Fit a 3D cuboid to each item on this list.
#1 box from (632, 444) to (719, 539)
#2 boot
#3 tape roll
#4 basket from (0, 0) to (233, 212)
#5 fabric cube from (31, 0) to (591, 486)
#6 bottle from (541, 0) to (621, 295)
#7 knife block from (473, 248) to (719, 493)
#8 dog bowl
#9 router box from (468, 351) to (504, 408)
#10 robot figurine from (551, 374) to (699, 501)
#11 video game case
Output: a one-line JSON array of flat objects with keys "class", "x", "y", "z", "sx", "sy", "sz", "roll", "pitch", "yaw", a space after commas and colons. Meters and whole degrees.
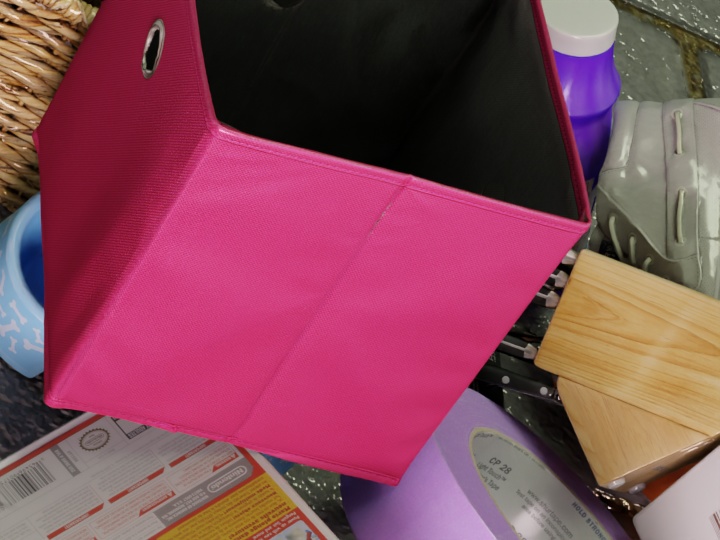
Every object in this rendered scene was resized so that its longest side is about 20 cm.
[{"class": "box", "x": 0.277, "y": 0.134, "z": 1.538, "sx": 0.200, "sy": 0.152, "sz": 0.106, "roll": -1, "pitch": 57, "yaw": -39}, {"class": "boot", "x": 0.177, "y": -0.004, "z": 1.633, "sx": 0.096, "sy": 0.074, "sz": 0.200, "roll": 1, "pitch": 67, "yaw": 12}, {"class": "tape roll", "x": 0.081, "y": 0.154, "z": 1.497, "sx": 0.200, "sy": 0.066, "sz": 0.200, "roll": 43, "pitch": 16, "yaw": -15}, {"class": "basket", "x": -0.170, "y": -0.131, "z": 1.557, "sx": 0.200, "sy": 0.149, "sz": 0.143, "roll": 27, "pitch": 38, "yaw": -16}, {"class": "fabric cube", "x": -0.033, "y": -0.047, "z": 1.399, "sx": 0.200, "sy": 0.199, "sz": 0.196, "roll": 14, "pitch": 43, "yaw": -23}, {"class": "bottle", "x": 0.114, "y": -0.075, "z": 1.709, "sx": 0.065, "sy": 0.200, "sz": 0.084, "roll": 5, "pitch": 42, "yaw": -3}, {"class": "knife block", "x": 0.145, "y": 0.022, "z": 1.559, "sx": 0.176, "sy": 0.200, "sz": 0.064, "roll": 68, "pitch": 14, "yaw": 13}, {"class": "dog bowl", "x": -0.105, "y": 0.028, "z": 1.490, "sx": 0.200, "sy": 0.050, "sz": 0.112, "roll": 35, "pitch": 60, "yaw": 2}, {"class": "router box", "x": 0.000, "y": 0.000, "z": 1.653, "sx": 0.157, "sy": 0.052, "sz": 0.200, "roll": 24, "pitch": 39, "yaw": -22}, {"class": "robot figurine", "x": 0.192, "y": 0.076, "z": 1.695, "sx": 0.200, "sy": 0.117, "sz": 0.144, "roll": 48, "pitch": 53, "yaw": 8}, {"class": "video game case", "x": -0.087, "y": 0.143, "z": 1.369, "sx": 0.143, "sy": 0.017, "sz": 0.200, "roll": -30, "pitch": 58, "yaw": -25}]
